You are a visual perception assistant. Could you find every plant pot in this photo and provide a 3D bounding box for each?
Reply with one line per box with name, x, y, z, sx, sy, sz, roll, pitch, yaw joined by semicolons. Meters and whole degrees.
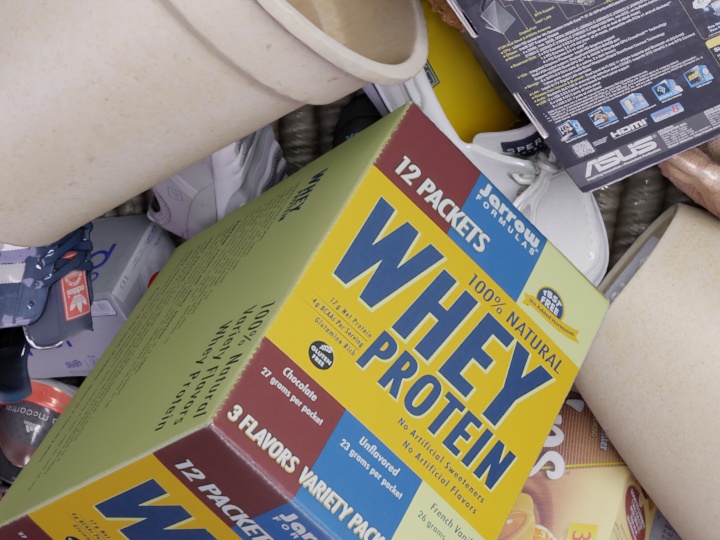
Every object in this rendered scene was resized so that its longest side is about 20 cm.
plant pot;-0.104;-0.110;0.819;0.183;0.201;0.200;-35;114;22
plant pot;0.199;0.065;0.937;0.200;0.187;0.187;38;139;0

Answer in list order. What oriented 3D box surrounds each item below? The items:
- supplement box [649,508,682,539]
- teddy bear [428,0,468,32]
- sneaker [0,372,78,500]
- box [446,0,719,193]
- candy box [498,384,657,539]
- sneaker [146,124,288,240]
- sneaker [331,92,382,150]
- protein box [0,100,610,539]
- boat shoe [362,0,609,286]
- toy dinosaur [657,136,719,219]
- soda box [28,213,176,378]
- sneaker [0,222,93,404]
supplement box;0.117;0.220;1.105;0.133;0.200;0.197;27;139;-3
teddy bear;0.096;-0.179;0.806;0.145;0.067;0.200;15;133;-3
sneaker;-0.199;0.124;1.219;0.077;0.082;0.200;18;160;6
box;0.136;-0.130;0.769;0.200;0.049;0.161;-24;130;23
candy box;0.087;0.115;1.006;0.115;0.200;0.055;0;133;26
sneaker;-0.087;-0.076;0.983;0.082;0.075;0.200;11;138;13
sneaker;0.000;0.000;1.022;0.075;0.079;0.200;13;140;13
protein box;-0.029;0.066;0.887;0.135;0.199;0.200;43;141;-15
boat shoe;0.070;-0.061;0.914;0.202;0.075;0.086;56;159;-24
toy dinosaur;0.197;-0.046;0.879;0.200;0.086;0.136;5;156;36
soda box;-0.196;0.018;1.142;0.200;0.068;0.064;-4;132;30
sneaker;-0.161;-0.013;1.029;0.085;0.075;0.200;44;124;19
